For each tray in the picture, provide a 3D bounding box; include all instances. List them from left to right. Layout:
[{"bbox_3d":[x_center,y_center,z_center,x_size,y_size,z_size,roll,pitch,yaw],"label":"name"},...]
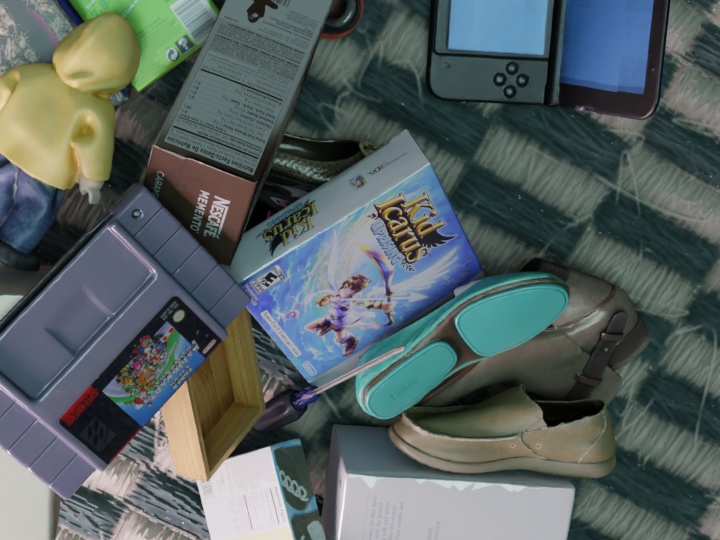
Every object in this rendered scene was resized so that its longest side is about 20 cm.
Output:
[{"bbox_3d":[-0.128,0.062,1.057,0.037,0.099,0.200,12,128,24],"label":"tray"}]

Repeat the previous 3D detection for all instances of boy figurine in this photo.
[{"bbox_3d":[-0.232,-0.104,0.968,0.124,0.064,0.200,29,94,15],"label":"boy figurine"}]

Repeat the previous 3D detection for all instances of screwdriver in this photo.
[{"bbox_3d":[-0.025,0.097,1.106,0.200,0.029,0.028,-30,76,38],"label":"screwdriver"}]

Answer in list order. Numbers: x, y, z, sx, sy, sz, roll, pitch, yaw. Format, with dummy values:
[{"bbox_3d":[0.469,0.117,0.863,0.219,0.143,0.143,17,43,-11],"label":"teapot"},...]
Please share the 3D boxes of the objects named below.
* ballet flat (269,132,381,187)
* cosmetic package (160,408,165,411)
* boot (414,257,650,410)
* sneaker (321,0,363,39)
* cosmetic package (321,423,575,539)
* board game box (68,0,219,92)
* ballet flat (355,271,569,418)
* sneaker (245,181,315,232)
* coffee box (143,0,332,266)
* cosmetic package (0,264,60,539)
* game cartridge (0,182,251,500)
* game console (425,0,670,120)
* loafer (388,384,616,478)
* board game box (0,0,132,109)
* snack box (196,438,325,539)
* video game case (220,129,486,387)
[{"bbox_3d":[-0.058,-0.102,1.095,0.200,0.067,0.046,8,110,-3],"label":"ballet flat"},{"bbox_3d":[-0.255,0.059,1.082,0.200,0.107,0.090,1,103,-10],"label":"cosmetic package"},{"bbox_3d":[0.159,0.085,1.170,0.146,0.070,0.200,37,106,-24],"label":"boot"},{"bbox_3d":[-0.073,-0.262,1.045,0.200,0.082,0.077,34,96,-14],"label":"sneaker"},{"bbox_3d":[0.065,0.254,1.162,0.200,0.123,0.200,5,103,-10],"label":"cosmetic package"},{"bbox_3d":[-0.202,-0.253,1.058,0.095,0.030,0.200,-36,108,0],"label":"board game box"},{"bbox_3d":[0.078,0.048,1.099,0.200,0.070,0.067,-32,123,5],"label":"ballet flat"},{"bbox_3d":[-0.062,-0.036,1.096,0.200,0.086,0.080,5,103,-9],"label":"sneaker"},{"bbox_3d":[-0.095,-0.120,0.998,0.080,0.114,0.200,21,55,-3],"label":"coffee box"},{"bbox_3d":[-0.261,0.103,0.985,0.073,0.104,0.200,1,101,-10],"label":"cosmetic package"},{"bbox_3d":[-0.183,0.053,0.930,0.200,0.038,0.130,-48,116,-10],"label":"game cartridge"},{"bbox_3d":[0.152,-0.230,1.066,0.170,0.118,0.200,2,102,-9],"label":"game console"},{"bbox_3d":[0.124,0.132,1.119,0.200,0.076,0.068,5,105,-11],"label":"loafer"},{"bbox_3d":[-0.308,-0.146,1.032,0.200,0.097,0.160,-36,105,1],"label":"board game box"},{"bbox_3d":[-0.074,0.253,1.115,0.037,0.116,0.200,-8,80,-43],"label":"snack box"},{"bbox_3d":[0.000,0.000,1.076,0.181,0.045,0.200,-33,145,0],"label":"video game case"}]
